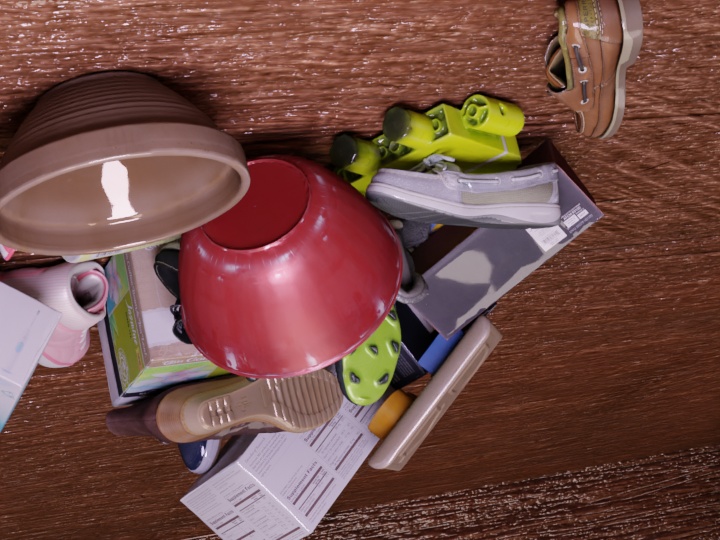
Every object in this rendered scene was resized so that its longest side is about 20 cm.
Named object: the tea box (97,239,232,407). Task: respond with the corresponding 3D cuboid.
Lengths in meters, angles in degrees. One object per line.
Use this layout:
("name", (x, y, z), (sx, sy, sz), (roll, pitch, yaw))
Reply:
("tea box", (-0.148, 0.042, 1.603), (0.200, 0.134, 0.197), (-7, 164, -21))

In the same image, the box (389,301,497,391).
("box", (0.032, 0.069, 1.807), (0.148, 0.104, 0.200), (-41, -177, -37))

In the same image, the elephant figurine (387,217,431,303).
("elephant figurine", (0.000, 0.000, 1.496), (0.200, 0.156, 0.141), (20, 178, -33))

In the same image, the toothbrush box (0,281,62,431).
("toothbrush box", (-0.376, 0.071, 1.494), (0.146, 0.085, 0.200), (29, 152, -9))

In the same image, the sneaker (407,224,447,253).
("sneaker", (0.071, -0.039, 1.652), (0.200, 0.075, 0.090), (-24, 152, 14))

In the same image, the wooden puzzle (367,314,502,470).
("wooden puzzle", (0.071, 0.122, 1.640), (0.185, 0.046, 0.200), (-52, 171, 0))

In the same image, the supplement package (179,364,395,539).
("supplement package", (-0.073, 0.195, 1.726), (0.200, 0.111, 0.156), (-50, -173, -36))

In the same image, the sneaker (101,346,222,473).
("sneaker", (-0.214, 0.120, 1.712), (0.108, 0.200, 0.070), (10, 151, -38))

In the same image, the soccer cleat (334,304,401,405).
("soccer cleat", (0.000, 0.039, 1.612), (0.067, 0.201, 0.081), (5, 166, -20))

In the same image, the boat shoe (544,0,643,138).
("boat shoe", (0.182, -0.170, 1.307), (0.068, 0.072, 0.200), (-9, 154, -2))

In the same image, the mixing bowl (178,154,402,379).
("mixing bowl", (-0.073, -0.022, 1.325), (0.200, 0.200, 0.108), (-16, 141, 7))

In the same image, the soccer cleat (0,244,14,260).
("soccer cleat", (-0.213, -0.054, 1.335), (0.200, 0.077, 0.067), (-6, 162, -23))

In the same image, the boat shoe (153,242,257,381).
("boat shoe", (-0.134, 0.041, 1.412), (0.066, 0.199, 0.075), (-41, 143, -20))

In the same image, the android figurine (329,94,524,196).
("android figurine", (0.067, -0.106, 1.459), (0.182, 0.041, 0.200), (-26, 160, 34))

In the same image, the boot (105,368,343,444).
("boot", (-0.137, 0.134, 1.612), (0.200, 0.073, 0.166), (-5, 178, -40))

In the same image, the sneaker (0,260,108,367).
("sneaker", (-0.288, 0.044, 1.603), (0.104, 0.076, 0.200), (-11, 160, 10))

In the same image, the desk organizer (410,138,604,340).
("desk organizer", (0.134, -0.032, 1.558), (0.200, 0.072, 0.077), (-40, -161, 18))

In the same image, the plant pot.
("plant pot", (-0.190, -0.089, 1.210), (0.200, 0.093, 0.201), (-13, 165, -4))

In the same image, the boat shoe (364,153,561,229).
("boat shoe", (0.094, -0.075, 1.428), (0.202, 0.065, 0.074), (4, 175, -28))

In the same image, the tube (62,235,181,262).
("tube", (-0.182, -0.047, 1.450), (0.200, 0.052, 0.058), (-11, -150, -40))
